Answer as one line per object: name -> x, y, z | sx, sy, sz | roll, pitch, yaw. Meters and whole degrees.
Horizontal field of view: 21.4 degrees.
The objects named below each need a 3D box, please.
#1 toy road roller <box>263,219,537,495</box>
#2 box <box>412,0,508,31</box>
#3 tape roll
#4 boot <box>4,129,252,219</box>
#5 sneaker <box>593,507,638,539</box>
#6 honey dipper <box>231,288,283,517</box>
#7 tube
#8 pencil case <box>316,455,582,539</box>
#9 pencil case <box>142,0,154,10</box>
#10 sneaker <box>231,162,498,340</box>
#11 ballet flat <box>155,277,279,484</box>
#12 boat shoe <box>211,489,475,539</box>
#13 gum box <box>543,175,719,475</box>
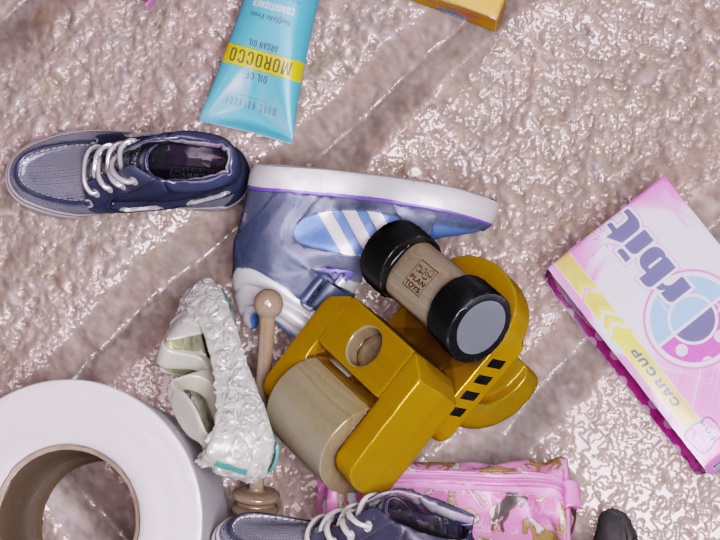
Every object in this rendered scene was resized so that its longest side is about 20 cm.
toy road roller -> 0.042, 0.079, 1.400 | 0.200, 0.146, 0.123 | -50, 45, 0
box -> 0.089, -0.304, 1.517 | 0.118, 0.041, 0.202 | 21, 81, 7
tape roll -> -0.203, 0.187, 1.410 | 0.200, 0.139, 0.205 | -1, 82, 4
boot -> -0.185, -0.082, 1.475 | 0.198, 0.090, 0.074 | -2, 81, 4
sneaker -> 0.161, 0.273, 1.405 | 0.090, 0.076, 0.202 | 8, 79, 13
honey dipper -> -0.075, 0.113, 1.434 | 0.038, 0.038, 0.202 | 4, 99, 5
tube -> -0.065, -0.206, 1.512 | 0.077, 0.050, 0.202 | 15, 88, 14
pencil case -> 0.065, 0.175, 1.415 | 0.198, 0.087, 0.084 | 2, 97, 5
pencil case -> -0.219, -0.293, 1.515 | 0.199, 0.091, 0.094 | 33, 91, 11
sneaker -> 0.000, 0.000, 1.463 | 0.198, 0.081, 0.148 | 7, 94, -2
ballet flat -> -0.114, 0.074, 1.407 | 0.071, 0.072, 0.201 | -27, 43, 0
boat shoe -> -0.008, 0.186, 1.335 | 0.198, 0.075, 0.094 | 13, 124, 10
gum box -> 0.243, 0.046, 1.435 | 0.113, 0.066, 0.201 | -37, 81, -3
